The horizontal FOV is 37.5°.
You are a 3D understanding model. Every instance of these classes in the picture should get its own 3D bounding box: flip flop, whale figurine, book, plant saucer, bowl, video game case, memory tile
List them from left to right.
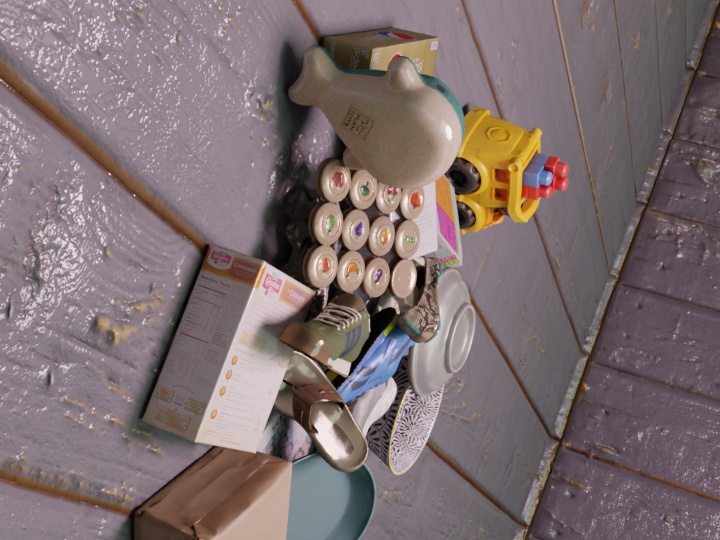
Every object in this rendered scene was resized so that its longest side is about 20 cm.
[{"bbox_3d":[-0.094,0.231,1.441,0.182,0.024,0.200,-56,153,-34],"label":"video game case"},{"bbox_3d":[-0.073,0.320,1.407,0.200,0.036,0.200,-14,119,-28],"label":"plant saucer"},{"bbox_3d":[-0.054,0.175,1.328,0.081,0.058,0.200,-41,105,-18],"label":"flip flop"},{"bbox_3d":[0.009,-0.046,1.273,0.200,0.017,0.153,9,91,-50],"label":"memory tile"},{"bbox_3d":[0.023,-0.181,1.179,0.104,0.200,0.159,-58,177,-48],"label":"whale figurine"},{"bbox_3d":[0.051,0.211,1.669,0.201,0.094,0.201,-48,147,-44],"label":"bowl"},{"bbox_3d":[0.103,-0.094,1.545,0.200,0.048,0.134,44,32,-63],"label":"book"},{"bbox_3d":[0.132,0.097,1.593,0.200,0.050,0.200,13,90,-68],"label":"plant saucer"}]

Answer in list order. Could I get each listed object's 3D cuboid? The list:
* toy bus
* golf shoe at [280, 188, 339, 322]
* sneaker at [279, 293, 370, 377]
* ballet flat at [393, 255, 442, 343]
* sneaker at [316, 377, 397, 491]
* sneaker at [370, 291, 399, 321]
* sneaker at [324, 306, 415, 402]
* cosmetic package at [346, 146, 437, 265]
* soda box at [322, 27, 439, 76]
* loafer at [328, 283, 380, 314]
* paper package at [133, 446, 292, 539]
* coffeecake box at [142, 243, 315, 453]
[{"bbox_3d":[0.238,-0.143,1.717,0.136,0.192,0.200,-56,154,-38],"label":"toy bus"},{"bbox_3d":[-0.058,0.000,1.294,0.097,0.078,0.200,-14,120,-71],"label":"golf shoe"},{"bbox_3d":[-0.033,0.063,1.206,0.090,0.067,0.200,-61,165,-5],"label":"sneaker"},{"bbox_3d":[0.075,0.022,1.468,0.068,0.075,0.200,-42,-160,24],"label":"ballet flat"},{"bbox_3d":[-0.024,0.217,1.488,0.079,0.074,0.200,49,59,-42],"label":"sneaker"},{"bbox_3d":[0.028,0.039,1.522,0.200,0.076,0.092,-55,148,-38],"label":"sneaker"},{"bbox_3d":[0.005,0.142,1.430,0.200,0.066,0.078,-47,116,-25],"label":"sneaker"},{"bbox_3d":[0.041,-0.114,1.364,0.102,0.074,0.200,-18,109,-47],"label":"cosmetic package"},{"bbox_3d":[0.024,-0.255,1.298,0.200,0.068,0.064,-29,133,-59],"label":"soda box"},{"bbox_3d":[0.000,0.000,1.446,0.200,0.063,0.072,-60,142,-20],"label":"loafer"},{"bbox_3d":[-0.170,0.329,1.235,0.191,0.103,0.200,-35,137,-55],"label":"paper package"},{"bbox_3d":[-0.139,0.090,1.166,0.200,0.073,0.154,-69,158,-7],"label":"coffeecake box"}]
